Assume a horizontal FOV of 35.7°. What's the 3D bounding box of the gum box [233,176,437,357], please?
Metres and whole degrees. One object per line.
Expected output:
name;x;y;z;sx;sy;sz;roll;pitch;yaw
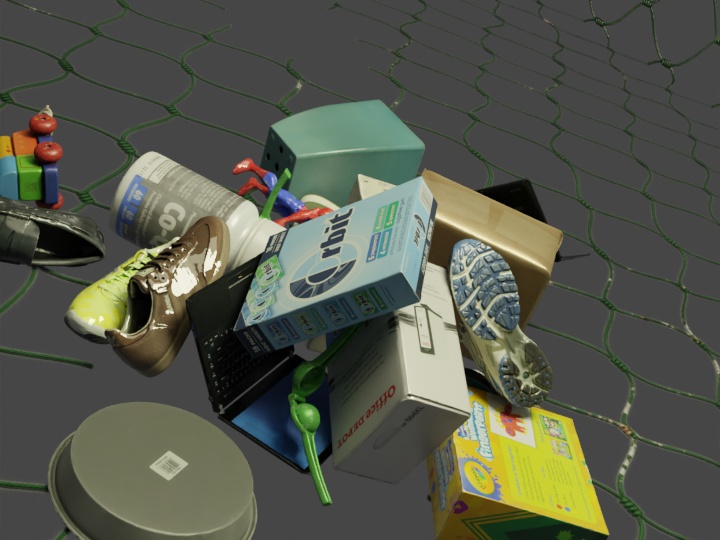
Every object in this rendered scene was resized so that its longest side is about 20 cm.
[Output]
gum box;-0.023;-0.005;1.177;0.045;0.199;0.170;56;28;-28

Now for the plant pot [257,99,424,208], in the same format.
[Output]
plant pot;-0.039;-0.157;1.648;0.199;0.142;0.142;-5;39;-33

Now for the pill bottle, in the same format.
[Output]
pill bottle;-0.194;-0.052;1.364;0.199;0.114;0.114;27;28;7

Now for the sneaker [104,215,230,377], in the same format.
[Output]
sneaker;-0.203;0.012;1.192;0.076;0.070;0.201;43;53;-35

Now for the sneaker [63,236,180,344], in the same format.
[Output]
sneaker;-0.256;0.015;1.241;0.075;0.077;0.200;31;30;9

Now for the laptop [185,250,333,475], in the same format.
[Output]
laptop;-0.081;0.093;1.211;0.103;0.202;0.177;-5;15;27

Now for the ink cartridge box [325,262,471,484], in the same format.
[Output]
ink cartridge box;0.034;0.103;1.191;0.084;0.146;0.201;19;42;-25

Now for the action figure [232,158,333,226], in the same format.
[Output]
action figure;-0.105;-0.064;1.476;0.199;0.065;0.099;30;61;28

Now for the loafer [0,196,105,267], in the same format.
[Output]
loafer;-0.380;-0.040;1.248;0.199;0.069;0.070;6;23;-37

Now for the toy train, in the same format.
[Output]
toy train;-0.438;-0.153;1.399;0.115;0.085;0.200;-4;36;-20

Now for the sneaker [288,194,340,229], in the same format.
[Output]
sneaker;-0.009;-0.038;1.540;0.199;0.068;0.090;21;28;7

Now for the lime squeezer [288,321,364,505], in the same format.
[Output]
lime squeezer;-0.040;0.137;1.148;0.070;0.202;0.038;7;-18;15

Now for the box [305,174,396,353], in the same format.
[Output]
box;0.000;0.000;1.332;0.077;0.201;0.095;16;29;-15

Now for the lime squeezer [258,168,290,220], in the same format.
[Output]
lime squeezer;-0.161;-0.065;1.424;0.071;0.199;0.038;50;34;-40

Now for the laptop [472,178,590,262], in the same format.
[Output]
laptop;0.187;-0.051;1.527;0.186;0.201;0.116;-12;31;29

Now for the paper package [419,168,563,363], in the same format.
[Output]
paper package;0.132;0.002;1.438;0.199;0.191;0.104;24;37;3

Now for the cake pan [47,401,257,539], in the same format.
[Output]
cake pan;-0.185;0.192;1.032;0.199;0.037;0.201;19;28;-10

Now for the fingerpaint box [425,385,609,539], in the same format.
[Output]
fingerpaint box;0.159;0.222;1.207;0.166;0.074;0.200;18;26;-12

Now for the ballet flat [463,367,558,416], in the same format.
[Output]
ballet flat;0.151;0.160;1.329;0.199;0.068;0.068;28;16;-16

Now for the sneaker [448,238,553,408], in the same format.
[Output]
sneaker;0.138;0.061;1.253;0.077;0.201;0.085;-26;11;-21
